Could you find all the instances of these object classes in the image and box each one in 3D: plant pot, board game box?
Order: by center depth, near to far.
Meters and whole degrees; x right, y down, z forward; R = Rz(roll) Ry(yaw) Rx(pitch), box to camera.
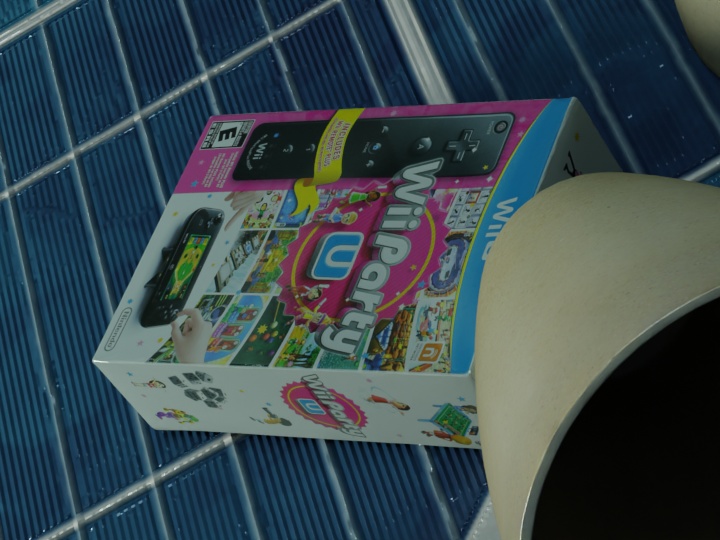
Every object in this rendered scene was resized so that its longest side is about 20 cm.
[{"bbox_3d":[0.118,0.043,0.930,0.187,0.187,0.200,-35,28,2],"label":"plant pot"},{"bbox_3d":[0.000,0.000,1.116,0.200,0.064,0.148,1,54,34],"label":"board game box"}]

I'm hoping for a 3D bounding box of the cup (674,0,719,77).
[{"bbox_3d":[0.204,-0.191,1.086,0.200,0.143,0.200,-19,44,20],"label":"cup"}]
